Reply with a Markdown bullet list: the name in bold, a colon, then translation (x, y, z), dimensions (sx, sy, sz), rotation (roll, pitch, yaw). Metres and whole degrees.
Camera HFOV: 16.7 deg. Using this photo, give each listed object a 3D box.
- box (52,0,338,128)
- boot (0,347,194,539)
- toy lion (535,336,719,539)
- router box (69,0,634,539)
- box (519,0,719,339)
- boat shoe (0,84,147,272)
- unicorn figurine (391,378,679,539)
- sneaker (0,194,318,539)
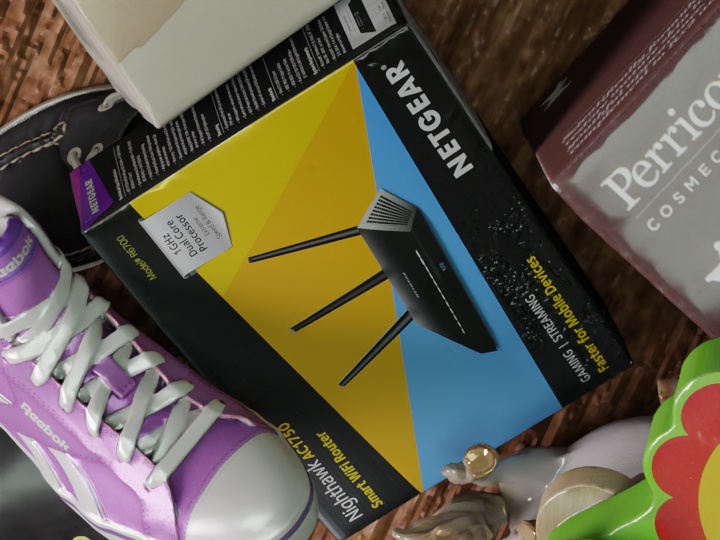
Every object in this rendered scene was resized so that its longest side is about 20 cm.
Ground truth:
- **box**: translation (-0.027, -0.149, 0.953), dimensions (0.200, 0.095, 0.078), rotation (-37, 110, -7)
- **boot**: translation (-0.136, 0.118, 1.038), dimensions (0.150, 0.073, 0.201), rotation (2, 94, 1)
- **toy lion**: translation (0.170, 0.113, 0.904), dimensions (0.191, 0.069, 0.200), rotation (-30, 108, 28)
- **router box**: translation (0.000, 0.000, 0.985), dimensions (0.149, 0.051, 0.200), rotation (-32, 126, 8)
- **box**: translation (0.192, -0.038, 0.963), dimensions (0.200, 0.164, 0.166), rotation (42, 99, -8)
- **boat shoe**: translation (-0.085, -0.042, 1.012), dimensions (0.199, 0.060, 0.074), rotation (-14, 101, 2)
- **unicorn figurine**: translation (0.123, 0.086, 1.020), dimensions (0.199, 0.137, 0.074), rotation (-1, 81, 20)
- **sneaker**: translation (-0.107, 0.038, 0.928), dimensions (0.200, 0.114, 0.073), rotation (30, 67, 22)
